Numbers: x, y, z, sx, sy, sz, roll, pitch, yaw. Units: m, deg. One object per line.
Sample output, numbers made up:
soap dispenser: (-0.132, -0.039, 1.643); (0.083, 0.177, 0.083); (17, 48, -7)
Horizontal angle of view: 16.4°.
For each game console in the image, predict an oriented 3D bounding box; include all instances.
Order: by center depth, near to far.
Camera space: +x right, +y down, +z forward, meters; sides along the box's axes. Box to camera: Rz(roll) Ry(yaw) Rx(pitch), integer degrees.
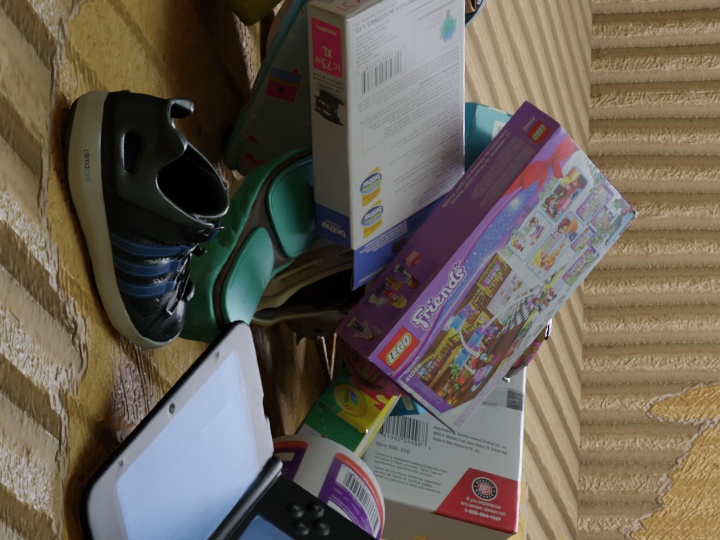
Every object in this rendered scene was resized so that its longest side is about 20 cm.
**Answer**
game console: (-0.063, 0.159, 1.468); (0.200, 0.176, 0.117); (-49, 171, -48)

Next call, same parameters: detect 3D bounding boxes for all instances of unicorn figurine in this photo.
unicorn figurine: (-0.025, -0.006, 1.801); (0.200, 0.137, 0.074); (36, 32, -51)

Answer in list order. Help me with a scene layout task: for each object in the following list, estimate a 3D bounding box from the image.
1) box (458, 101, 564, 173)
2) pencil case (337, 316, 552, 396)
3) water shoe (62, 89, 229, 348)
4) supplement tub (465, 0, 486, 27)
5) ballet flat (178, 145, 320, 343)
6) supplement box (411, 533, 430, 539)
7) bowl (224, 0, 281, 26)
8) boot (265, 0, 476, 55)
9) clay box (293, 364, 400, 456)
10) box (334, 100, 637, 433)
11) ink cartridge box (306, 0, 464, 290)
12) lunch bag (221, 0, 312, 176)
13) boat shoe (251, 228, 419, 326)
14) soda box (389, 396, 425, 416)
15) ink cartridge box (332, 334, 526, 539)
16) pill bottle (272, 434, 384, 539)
box: (0.050, -0.083, 1.780); (0.082, 0.200, 0.049); (14, 82, -32)
pencil case: (0.062, 0.042, 1.817); (0.200, 0.086, 0.083); (-4, 128, -58)
water shoe: (-0.112, -0.022, 1.426); (0.200, 0.079, 0.072); (75, 19, -52)
supplement tub: (0.037, -0.249, 2.057); (0.200, 0.122, 0.123); (-22, 111, -78)
ballet flat: (-0.078, -0.022, 1.597); (0.200, 0.070, 0.068); (-56, 139, -50)
supplement box: (0.022, 0.304, 1.772); (0.200, 0.103, 0.131); (-48, 159, -7)
bowl: (-0.047, -0.268, 1.635); (0.108, 0.200, 0.200); (41, 26, -10)
boot: (0.009, -0.187, 1.837); (0.074, 0.154, 0.201); (-61, 148, -68)
clay box: (-0.016, 0.116, 1.819); (0.115, 0.048, 0.200); (-58, 177, 21)
box: (0.087, 0.000, 1.679); (0.200, 0.039, 0.137); (-50, 142, -2)
ink cartridge box: (0.019, -0.099, 1.614); (0.119, 0.042, 0.201); (-32, 131, -40)
lunch bag: (-0.022, -0.149, 1.718); (0.200, 0.077, 0.160); (-61, -175, 24)
boat shoe: (0.000, 0.000, 1.689); (0.075, 0.199, 0.069); (108, -32, -50)
soda box: (0.024, 0.009, 1.941); (0.064, 0.068, 0.201); (-9, -80, 58)
ink cartridge box: (0.053, 0.117, 2.028); (0.084, 0.144, 0.201); (138, -37, -55)
pill bottle: (-0.054, 0.198, 1.621); (0.200, 0.111, 0.112); (-64, 152, -64)
